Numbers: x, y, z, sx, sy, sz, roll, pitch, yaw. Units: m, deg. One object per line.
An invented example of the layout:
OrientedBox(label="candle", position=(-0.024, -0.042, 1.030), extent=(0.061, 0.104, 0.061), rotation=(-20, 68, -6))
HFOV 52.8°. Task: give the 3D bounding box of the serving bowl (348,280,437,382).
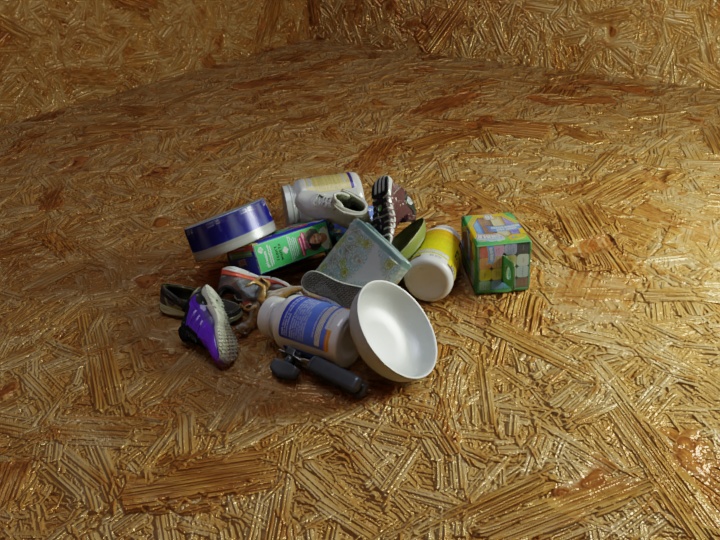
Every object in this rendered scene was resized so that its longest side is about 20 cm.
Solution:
OrientedBox(label="serving bowl", position=(0.050, 0.121, 1.342), extent=(0.066, 0.200, 0.200), rotation=(-38, 9, 35))

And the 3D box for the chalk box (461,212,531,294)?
OrientedBox(label="chalk box", position=(0.300, -0.029, 1.598), extent=(0.123, 0.125, 0.200), rotation=(-4, 28, -2))

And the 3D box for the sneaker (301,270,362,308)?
OrientedBox(label="sneaker", position=(-0.026, 0.068, 1.466), extent=(0.199, 0.085, 0.073), rotation=(29, 68, 12))

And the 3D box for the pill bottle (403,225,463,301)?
OrientedBox(label="pill bottle", position=(0.169, -0.024, 1.618), extent=(0.109, 0.110, 0.200), rotation=(5, 31, 16))

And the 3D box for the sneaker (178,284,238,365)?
OrientedBox(label="sneaker", position=(-0.314, 0.128, 1.458), extent=(0.099, 0.070, 0.201), rotation=(-32, 46, 6))

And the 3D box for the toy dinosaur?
OrientedBox(label="toy dinosaur", position=(-0.189, 0.059, 1.529), extent=(0.200, 0.107, 0.060), rotation=(-36, 3, -16))

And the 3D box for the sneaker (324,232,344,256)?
OrientedBox(label="sneaker", position=(-0.025, -0.046, 1.682), extent=(0.199, 0.080, 0.078), rotation=(12, 50, 47))

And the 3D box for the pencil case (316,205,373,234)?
OrientedBox(label="pencil case", position=(-0.009, -0.127, 1.791), extent=(0.199, 0.087, 0.078), rotation=(3, 30, -31))

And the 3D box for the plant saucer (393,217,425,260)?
OrientedBox(label="plant saucer", position=(0.080, -0.037, 1.631), extent=(0.200, 0.031, 0.200), rotation=(-45, 9, 9))

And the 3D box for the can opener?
OrientedBox(label="can opener", position=(-0.082, 0.196, 1.332), extent=(0.199, 0.053, 0.067), rotation=(20, 69, 35))

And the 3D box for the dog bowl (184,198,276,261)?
OrientedBox(label="dog bowl", position=(-0.298, -0.095, 1.664), extent=(0.199, 0.079, 0.200), rotation=(-21, 9, 4))

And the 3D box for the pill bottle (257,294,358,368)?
OrientedBox(label="pill bottle", position=(-0.099, 0.110, 1.406), extent=(0.199, 0.113, 0.112), rotation=(15, 34, 31))

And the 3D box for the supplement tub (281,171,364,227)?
OrientedBox(label="supplement tub", position=(-0.097, -0.172, 1.880), extent=(0.199, 0.146, 0.146), rotation=(-9, 29, -10))

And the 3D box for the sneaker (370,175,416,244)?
OrientedBox(label="sneaker", position=(0.082, -0.106, 1.627), extent=(0.115, 0.201, 0.075), rotation=(19, -21, -40))

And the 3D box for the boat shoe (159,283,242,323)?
OrientedBox(label="boat shoe", position=(-0.349, 0.069, 1.559), extent=(0.199, 0.065, 0.073), rotation=(7, 29, 16))

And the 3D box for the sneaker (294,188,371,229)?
OrientedBox(label="sneaker", position=(-0.065, -0.158, 1.659), extent=(0.199, 0.116, 0.074), rotation=(21, 68, 14))

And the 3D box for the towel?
OrientedBox(label="towel", position=(0.000, 0.000, 1.545), extent=(0.048, 0.172, 0.200), rotation=(28, 12, -45))

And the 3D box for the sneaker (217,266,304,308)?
OrientedBox(label="sneaker", position=(-0.219, 0.057, 1.584), extent=(0.199, 0.077, 0.082), rotation=(15, 71, 10))

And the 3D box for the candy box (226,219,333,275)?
OrientedBox(label="candy box", position=(-0.192, -0.052, 1.692), extent=(0.199, 0.077, 0.169), rotation=(-24, 11, -31))
